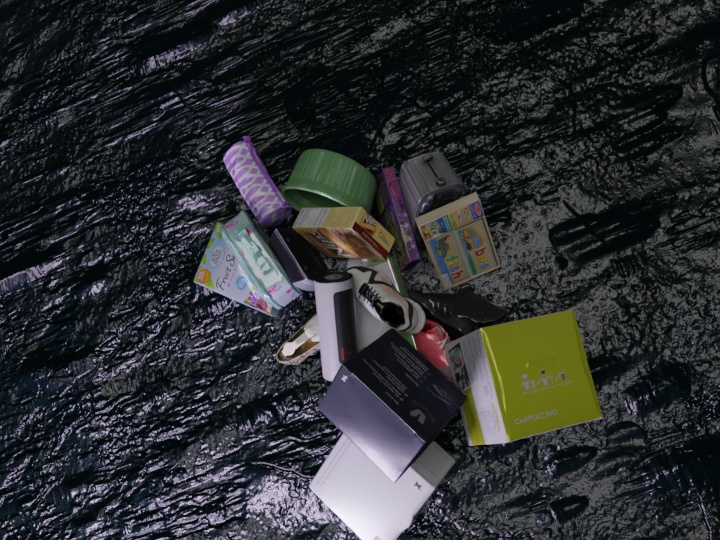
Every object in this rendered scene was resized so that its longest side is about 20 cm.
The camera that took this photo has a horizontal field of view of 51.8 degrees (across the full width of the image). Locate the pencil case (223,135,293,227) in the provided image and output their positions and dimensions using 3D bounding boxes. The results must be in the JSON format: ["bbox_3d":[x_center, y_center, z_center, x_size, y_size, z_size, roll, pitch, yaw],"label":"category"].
[{"bbox_3d":[-0.228,-0.191,1.645,0.202,0.083,0.086,56,130,13],"label":"pencil case"}]

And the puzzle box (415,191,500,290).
[{"bbox_3d":[0.199,-0.054,1.489,0.130,0.202,0.026,-23,43,6],"label":"puzzle box"}]

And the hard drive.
[{"bbox_3d":[-0.119,-0.018,1.536,0.042,0.200,0.136,-35,79,11],"label":"hard drive"}]

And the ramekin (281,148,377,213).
[{"bbox_3d":[-0.059,-0.170,1.555,0.196,0.200,0.100,18,77,14],"label":"ramekin"}]

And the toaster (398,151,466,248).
[{"bbox_3d":[0.142,-0.143,1.519,0.111,0.202,0.131,-16,56,-11],"label":"toaster"}]

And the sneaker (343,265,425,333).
[{"bbox_3d":[0.036,0.051,1.444,0.198,0.079,0.075,33,104,26],"label":"sneaker"}]

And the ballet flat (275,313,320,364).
[{"bbox_3d":[-0.107,0.139,1.533,0.199,0.075,0.069,-40,71,32],"label":"ballet flat"}]

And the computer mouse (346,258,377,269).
[{"bbox_3d":[0.000,0.000,1.590,0.107,0.044,0.205,11,83,14],"label":"computer mouse"}]

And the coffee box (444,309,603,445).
[{"bbox_3d":[0.297,0.204,1.386,0.195,0.198,0.205,-9,78,-15],"label":"coffee box"}]

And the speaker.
[{"bbox_3d":[-0.045,0.111,1.455,0.079,0.081,0.206,-1,104,11],"label":"speaker"}]

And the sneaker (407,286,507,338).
[{"bbox_3d":[0.196,0.073,1.530,0.198,0.061,0.104,33,68,30],"label":"sneaker"}]

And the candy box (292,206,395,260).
[{"bbox_3d":[-0.037,-0.076,1.522,0.197,0.115,0.056,4,60,49],"label":"candy box"}]

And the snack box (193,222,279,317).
[{"bbox_3d":[-0.251,-0.002,1.636,0.196,0.053,0.145,22,85,13],"label":"snack box"}]

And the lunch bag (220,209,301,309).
[{"bbox_3d":[-0.208,-0.022,1.523,0.076,0.160,0.202,-36,79,1],"label":"lunch bag"}]

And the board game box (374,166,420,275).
[{"bbox_3d":[0.072,-0.100,1.553,0.031,0.120,0.205,-13,78,-10],"label":"board game box"}]

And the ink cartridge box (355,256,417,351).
[{"bbox_3d":[0.035,0.092,1.511,0.143,0.048,0.205,-23,80,24],"label":"ink cartridge box"}]

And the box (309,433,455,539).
[{"bbox_3d":[0.042,0.395,1.439,0.199,0.130,0.201,39,113,15],"label":"box"}]

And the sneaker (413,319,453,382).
[{"bbox_3d":[0.156,0.156,1.498,0.198,0.088,0.074,31,43,15],"label":"sneaker"}]

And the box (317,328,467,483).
[{"bbox_3d":[0.060,0.239,1.356,0.196,0.199,0.119,41,121,15],"label":"box"}]
